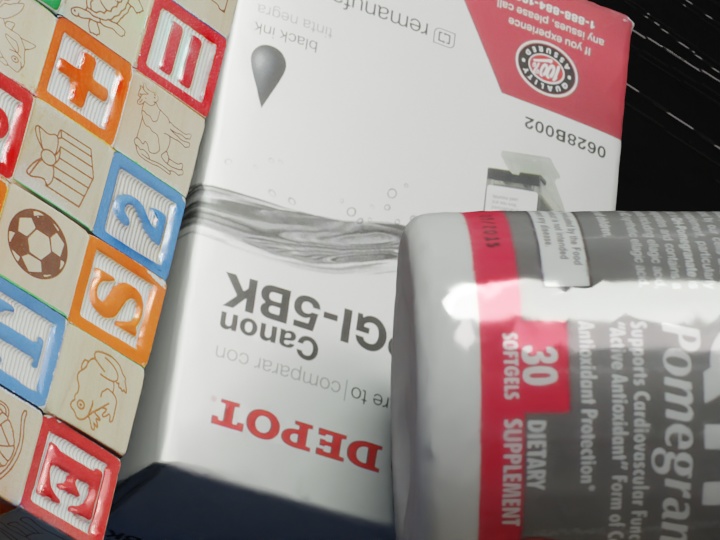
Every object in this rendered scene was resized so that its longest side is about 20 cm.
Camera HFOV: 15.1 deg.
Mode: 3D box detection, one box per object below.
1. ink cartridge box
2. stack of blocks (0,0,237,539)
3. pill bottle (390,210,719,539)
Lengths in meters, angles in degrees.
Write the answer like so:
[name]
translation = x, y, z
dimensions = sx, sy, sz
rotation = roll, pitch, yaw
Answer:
[ink cartridge box]
translation = 0.000, 0.000, 0.852
dimensions = 0.146, 0.083, 0.201
rotation = 17, 63, -21
[stack of blocks]
translation = -0.110, -0.027, 0.754
dimensions = 0.115, 0.058, 0.201
rotation = 33, 52, -31
[pill bottle]
translation = 0.109, 0.039, 0.741
dimensions = 0.198, 0.111, 0.111
rotation = 0, 39, -3
